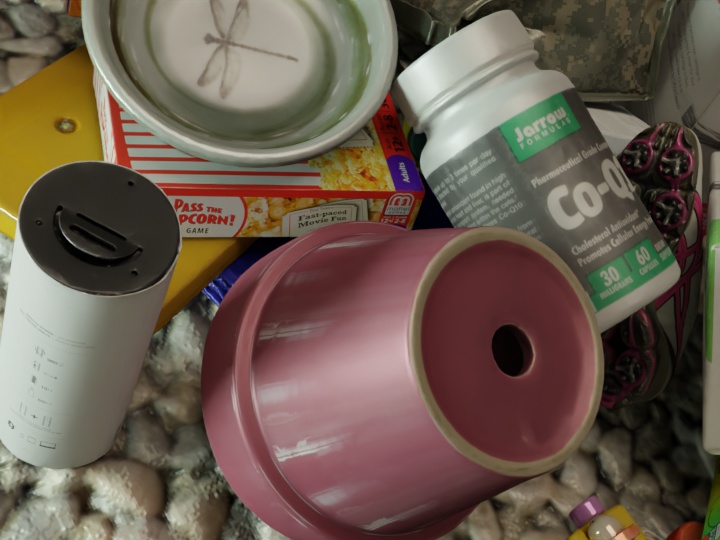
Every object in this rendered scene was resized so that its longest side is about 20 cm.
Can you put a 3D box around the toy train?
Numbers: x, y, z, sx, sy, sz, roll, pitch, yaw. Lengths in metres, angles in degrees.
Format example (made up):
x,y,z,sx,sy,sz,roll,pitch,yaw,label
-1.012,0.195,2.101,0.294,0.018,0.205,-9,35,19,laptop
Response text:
x,y,z,sx,sy,sz,roll,pitch,yaw,label
0.188,0.217,0.719,0.149,0.056,0.201,33,51,3,toy train

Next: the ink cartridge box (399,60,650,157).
x,y,z,sx,sy,sz,roll,pitch,yaw,label
0.128,-0.109,0.880,0.198,0.051,0.162,9,18,-7,ink cartridge box

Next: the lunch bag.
x,y,z,sx,sy,sz,roll,pitch,yaw,label
0.122,-0.211,0.921,0.198,0.119,0.164,-2,27,-22,lunch bag

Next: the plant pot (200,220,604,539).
x,y,z,sx,sy,sz,roll,pitch,yaw,label
0.032,0.057,0.652,0.198,0.179,0.203,8,74,-29,plant pot

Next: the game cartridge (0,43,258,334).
x,y,z,sx,sy,sz,roll,pitch,yaw,label
-0.161,-0.064,0.769,0.199,0.033,0.176,33,47,13,game cartridge

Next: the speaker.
x,y,z,sx,sy,sz,roll,pitch,yaw,label
-0.153,0.032,0.621,0.080,0.201,0.082,10,54,-14,speaker

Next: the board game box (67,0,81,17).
x,y,z,sx,sy,sz,roll,pitch,yaw,label
-0.098,-0.299,0.837,0.198,0.202,0.201,8,34,-17,board game box

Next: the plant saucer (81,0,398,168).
x,y,z,sx,sy,sz,roll,pitch,yaw,label
-0.076,-0.147,0.730,0.198,0.050,0.202,6,66,-13,plant saucer

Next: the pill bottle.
x,y,z,sx,sy,sz,roll,pitch,yaw,label
0.108,-0.055,0.737,0.113,0.113,0.201,-29,87,-34,pill bottle

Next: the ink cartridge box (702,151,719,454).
x,y,z,sx,sy,sz,roll,pitch,yaw,label
0.279,0.015,0.787,0.083,0.147,0.200,2,23,17,ink cartridge box

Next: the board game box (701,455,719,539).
x,y,z,sx,sy,sz,roll,pitch,yaw,label
0.288,0.154,0.763,0.101,0.048,0.200,35,31,5,board game box

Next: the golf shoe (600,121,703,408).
x,y,z,sx,sy,sz,roll,pitch,yaw,label
0.206,-0.006,0.815,0.072,0.202,0.092,21,18,38,golf shoe

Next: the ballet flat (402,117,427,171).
x,y,z,sx,sy,sz,roll,pitch,yaw,label
0.115,-0.064,0.878,0.199,0.067,0.067,34,10,-11,ballet flat

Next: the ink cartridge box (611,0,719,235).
x,y,z,sx,sy,sz,roll,pitch,yaw,label
0.283,-0.146,0.915,0.082,0.201,0.148,14,53,-11,ink cartridge box

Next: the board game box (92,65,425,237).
x,y,z,sx,sy,sz,roll,pitch,yaw,label
-0.072,-0.091,0.768,0.198,0.047,0.153,-1,49,-20,board game box

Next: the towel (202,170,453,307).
x,y,z,sx,sy,sz,roll,pitch,yaw,label
0.000,0.000,0.800,0.199,0.050,0.148,-32,73,-35,towel
